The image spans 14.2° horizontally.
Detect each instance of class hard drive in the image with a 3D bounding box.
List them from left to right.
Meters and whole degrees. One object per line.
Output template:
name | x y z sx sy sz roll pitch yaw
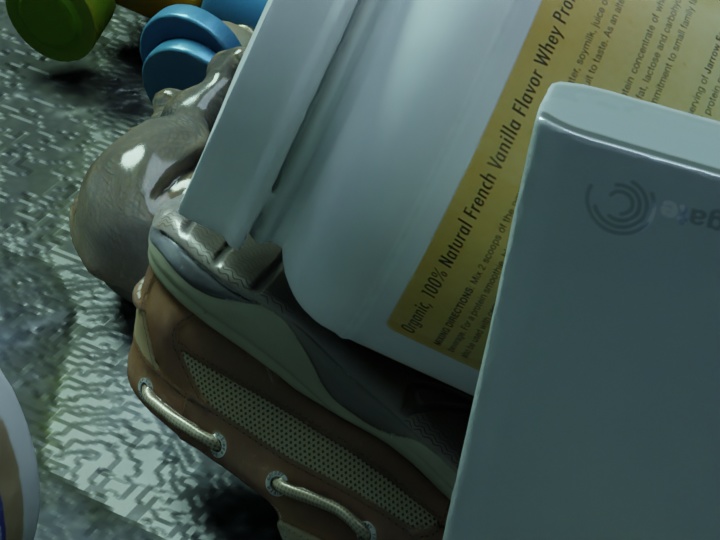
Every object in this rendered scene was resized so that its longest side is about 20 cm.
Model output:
hard drive | 0.086 0.065 0.679 0.131 0.201 0.026 16 32 9

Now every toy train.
toy train | -0.091 -0.119 1.058 0.199 0.085 0.116 24 46 21

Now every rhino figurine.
rhino figurine | 0.000 0.000 0.895 0.199 0.060 0.088 23 52 18

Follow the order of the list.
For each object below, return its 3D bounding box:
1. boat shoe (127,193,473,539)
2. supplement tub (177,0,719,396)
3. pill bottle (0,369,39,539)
boat shoe | 0.014 0.056 0.801 0.200 0.072 0.076 40 30 24
supplement tub | 0.066 -0.028 0.756 0.199 0.145 0.145 25 30 -4
pill bottle | -0.164 0.084 0.654 0.110 0.111 0.200 20 32 14
